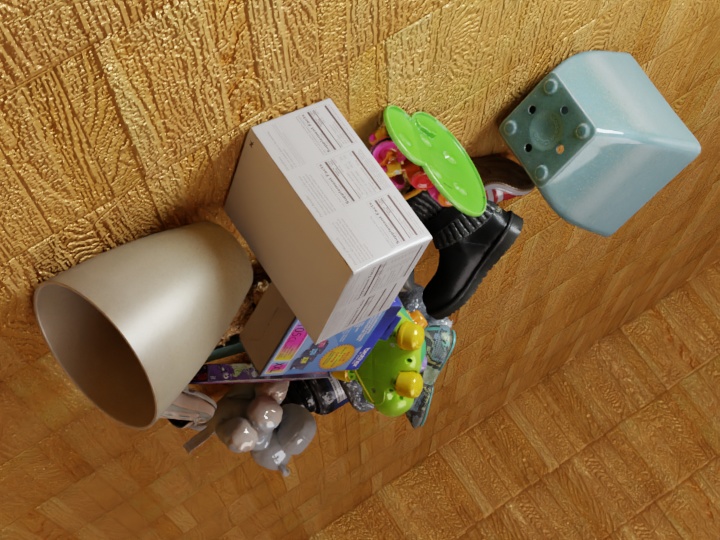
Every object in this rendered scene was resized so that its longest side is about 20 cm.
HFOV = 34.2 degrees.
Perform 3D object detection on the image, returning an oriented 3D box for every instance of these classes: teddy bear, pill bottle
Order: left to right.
[{"bbox_3d":[-0.160,0.058,1.561,0.145,0.067,0.200,-38,161,15],"label":"teddy bear"},{"bbox_3d":[-0.047,0.174,1.980,0.199,0.112,0.112,-29,161,-19],"label":"pill bottle"}]

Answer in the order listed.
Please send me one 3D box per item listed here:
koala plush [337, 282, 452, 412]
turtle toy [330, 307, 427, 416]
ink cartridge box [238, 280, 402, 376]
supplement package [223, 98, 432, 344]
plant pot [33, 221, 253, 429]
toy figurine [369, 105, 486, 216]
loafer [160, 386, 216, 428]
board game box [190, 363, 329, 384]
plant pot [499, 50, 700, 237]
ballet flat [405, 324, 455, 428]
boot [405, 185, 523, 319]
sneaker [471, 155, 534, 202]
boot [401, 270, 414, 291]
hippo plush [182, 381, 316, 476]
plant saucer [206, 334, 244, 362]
[{"bbox_3d":[0.031,0.084,1.819,0.199,0.178,0.184,-29,151,-7],"label":"koala plush"},{"bbox_3d":[0.038,0.125,1.681,0.101,0.145,0.202,-36,132,-53],"label":"turtle toy"},{"bbox_3d":[-0.040,0.066,1.538,0.199,0.077,0.137,-3,139,-40],"label":"ink cartridge box"},{"bbox_3d":[-0.042,-0.052,1.282,0.110,0.201,0.156,-24,159,-30],"label":"supplement package"},{"bbox_3d":[-0.217,0.038,1.273,0.200,0.187,0.188,-40,168,-35],"label":"plant pot"},{"bbox_3d":[0.027,-0.096,1.459,0.184,0.151,0.199,-34,142,26],"label":"toy figurine"},{"bbox_3d":[-0.258,0.190,1.625,0.200,0.071,0.063,57,46,-68],"label":"loafer"},{"bbox_3d":[-0.158,0.147,1.676,0.199,0.033,0.120,1,176,-34],"label":"board game box"},{"bbox_3d":[0.310,-0.185,1.626,0.199,0.197,0.196,3,139,-50],"label":"plant pot"},{"bbox_3d":[0.085,0.157,1.771,0.074,0.074,0.201,-19,138,-41],"label":"ballet flat"},{"bbox_3d":[0.110,-0.044,1.639,0.212,0.157,0.080,-53,-166,26],"label":"boot"},{"bbox_3d":[0.167,-0.107,1.735,0.199,0.071,0.113,-6,142,-43],"label":"sneaker"},{"bbox_3d":[0.000,0.000,1.680,0.149,0.074,0.200,-16,-163,5],"label":"boot"},{"bbox_3d":[-0.154,0.262,1.844,0.200,0.160,0.161,-41,119,7],"label":"hippo plush"},{"bbox_3d":[-0.210,0.114,1.631,0.070,0.019,0.199,-4,-173,39],"label":"plant saucer"}]
